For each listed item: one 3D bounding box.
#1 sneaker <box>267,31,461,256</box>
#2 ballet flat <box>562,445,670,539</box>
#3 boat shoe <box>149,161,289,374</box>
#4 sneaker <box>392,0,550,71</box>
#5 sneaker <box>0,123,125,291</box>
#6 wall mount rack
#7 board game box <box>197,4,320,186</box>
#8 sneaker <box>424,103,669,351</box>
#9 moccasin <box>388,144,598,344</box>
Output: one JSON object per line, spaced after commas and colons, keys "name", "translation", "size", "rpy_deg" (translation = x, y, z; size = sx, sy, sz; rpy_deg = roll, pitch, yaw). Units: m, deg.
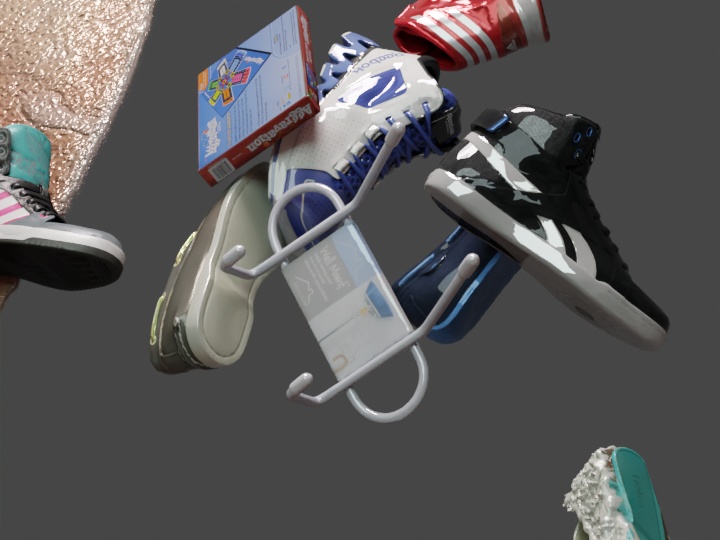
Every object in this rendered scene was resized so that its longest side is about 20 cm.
{"name": "sneaker", "translation": [0.013, -0.103, 1.821], "size": [0.115, 0.081, 0.200], "rpy_deg": [5, 51, 26]}
{"name": "ballet flat", "translation": [0.173, 0.202, 1.523], "size": [0.072, 0.072, 0.200], "rpy_deg": [-17, 45, 5]}
{"name": "boat shoe", "translation": [-0.104, -0.003, 1.782], "size": [0.060, 0.072, 0.202], "rpy_deg": [-19, 34, 34]}
{"name": "sneaker", "translation": [0.066, -0.239, 1.924], "size": [0.115, 0.078, 0.200], "rpy_deg": [-23, 46, -2]}
{"name": "sneaker", "translation": [-0.257, -0.053, 1.876], "size": [0.200, 0.084, 0.121], "rpy_deg": [7, 63, 26]}
{"name": "wall mount rack", "translation": [0.000, 0.000, 1.689], "size": [0.174, 0.075, 0.200], "rpy_deg": [-35, 66, 15]}
{"name": "board game box", "translation": [-0.081, -0.138, 1.859], "size": [0.103, 0.019, 0.200], "rpy_deg": [-33, 23, 12]}
{"name": "sneaker", "translation": [0.154, -0.042, 1.665], "size": [0.200, 0.073, 0.112], "rpy_deg": [37, 80, 3]}
{"name": "moccasin", "translation": [0.095, -0.040, 1.734], "size": [0.068, 0.081, 0.200], "rpy_deg": [33, 65, 22]}
